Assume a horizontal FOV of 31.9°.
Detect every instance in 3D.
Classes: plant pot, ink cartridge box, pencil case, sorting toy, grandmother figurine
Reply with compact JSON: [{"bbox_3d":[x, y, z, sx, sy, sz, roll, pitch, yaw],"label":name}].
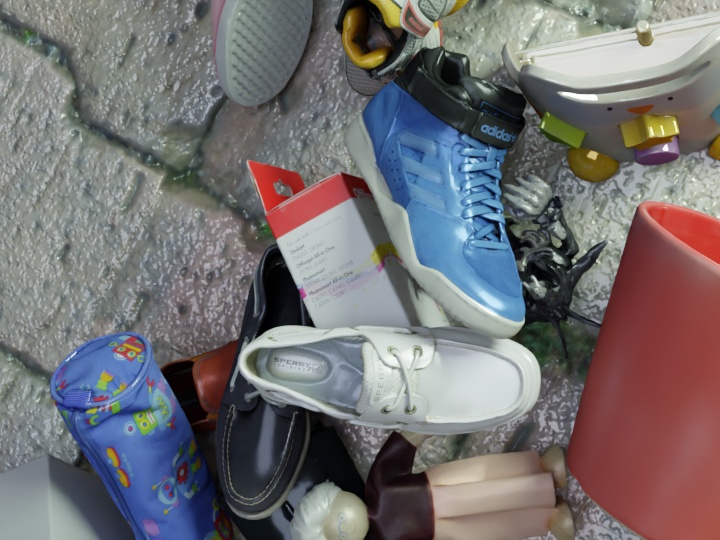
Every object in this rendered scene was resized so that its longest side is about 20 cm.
[{"bbox_3d":[0.232,0.078,0.812,0.199,0.200,0.179,29,108,17],"label":"plant pot"},{"bbox_3d":[0.000,0.000,0.918,0.067,0.116,0.202,-27,82,15],"label":"ink cartridge box"},{"bbox_3d":[-0.160,0.145,0.941,0.077,0.087,0.202,-2,125,25],"label":"pencil case"},{"bbox_3d":[0.182,-0.125,0.824,0.197,0.180,0.108,-8,87,19],"label":"sorting toy"},{"bbox_3d":[0.047,0.165,0.894,0.197,0.061,0.123,-8,78,-8],"label":"grandmother figurine"}]

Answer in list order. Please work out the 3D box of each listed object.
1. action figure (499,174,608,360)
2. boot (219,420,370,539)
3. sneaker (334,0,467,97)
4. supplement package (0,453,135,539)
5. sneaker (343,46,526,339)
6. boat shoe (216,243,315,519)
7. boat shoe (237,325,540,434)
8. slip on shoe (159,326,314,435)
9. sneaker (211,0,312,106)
[{"bbox_3d":[0.092,-0.026,0.896,0.119,0.102,0.201,-42,75,16],"label":"action figure"},{"bbox_3d":[-0.055,0.233,0.955,0.200,0.076,0.169,-40,80,9],"label":"boot"},{"bbox_3d":[0.012,-0.172,0.882,0.082,0.200,0.078,-40,84,-17],"label":"sneaker"},{"bbox_3d":[-0.243,0.265,0.962,0.120,0.120,0.202,-23,58,18],"label":"supplement package"},{"bbox_3d":[0.070,-0.061,0.812,0.111,0.076,0.201,-48,50,27],"label":"sneaker"},{"bbox_3d":[-0.070,0.076,0.916,0.072,0.063,0.203,6,71,13],"label":"boat shoe"},{"bbox_3d":[0.015,0.071,0.815,0.197,0.069,0.072,1,88,14],"label":"boat shoe"},{"bbox_3d":[-0.104,0.089,0.983,0.198,0.061,0.075,-18,82,16],"label":"slip on shoe"},{"bbox_3d":[-0.090,-0.237,0.982,0.104,0.075,0.203,36,126,50],"label":"sneaker"}]
